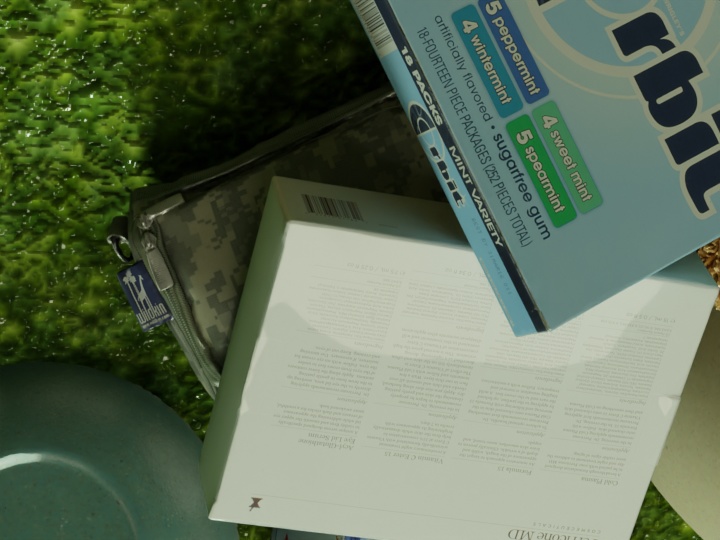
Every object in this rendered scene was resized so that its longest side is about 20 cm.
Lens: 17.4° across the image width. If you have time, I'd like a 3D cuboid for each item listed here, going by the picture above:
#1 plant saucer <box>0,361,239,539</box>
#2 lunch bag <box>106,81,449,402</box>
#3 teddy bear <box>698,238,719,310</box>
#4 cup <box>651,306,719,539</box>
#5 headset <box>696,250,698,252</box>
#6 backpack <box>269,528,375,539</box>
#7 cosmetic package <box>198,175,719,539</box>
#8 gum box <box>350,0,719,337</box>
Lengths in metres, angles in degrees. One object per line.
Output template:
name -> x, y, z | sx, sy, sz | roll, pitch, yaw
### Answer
plant saucer -> -0.159, 0.144, 1.161 | 0.200, 0.202, 0.039 | -14, 173, -5
lunch bag -> 0.000, 0.000, 1.120 | 0.199, 0.140, 0.168 | -25, 115, 4
teddy bear -> 0.212, -0.077, 1.168 | 0.144, 0.067, 0.201 | -14, 126, -17
cup -> 0.257, 0.101, 1.271 | 0.199, 0.144, 0.201 | -9, 132, -10
headset -> 0.139, -0.098, 1.088 | 0.093, 0.123, 0.201 | -9, 114, -21
backpack -> 0.035, 0.158, 1.221 | 0.153, 0.191, 0.201 | 1, 130, -17
cosmetic package -> 0.041, 0.048, 1.042 | 0.199, 0.052, 0.152 | 9, 114, -16
gum box -> 0.116, -0.093, 0.993 | 0.199, 0.045, 0.171 | -28, 93, -17
